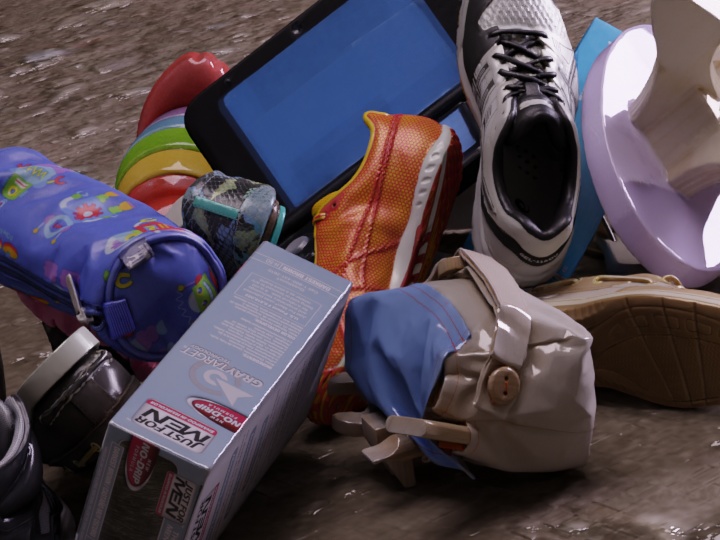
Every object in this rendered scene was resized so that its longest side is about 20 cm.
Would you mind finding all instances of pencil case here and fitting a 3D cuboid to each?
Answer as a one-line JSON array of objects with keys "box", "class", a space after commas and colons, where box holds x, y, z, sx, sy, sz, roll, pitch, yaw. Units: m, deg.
[{"box": [-0.159, -0.009, 1.518, 0.086, 0.079, 0.200, -21, 28, -30], "class": "pencil case"}]

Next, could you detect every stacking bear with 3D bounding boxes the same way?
[{"box": [-0.120, -0.043, 1.850, 0.114, 0.121, 0.200, -42, 18, 26], "class": "stacking bear"}]

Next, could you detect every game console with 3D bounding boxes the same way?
[{"box": [-0.003, -0.095, 1.697, 0.200, 0.117, 0.176, -38, 17, 7], "class": "game console"}]

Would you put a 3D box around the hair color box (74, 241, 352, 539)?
[{"box": [-0.077, 0.078, 1.426, 0.060, 0.100, 0.200, 25, 35, 9], "class": "hair color box"}]

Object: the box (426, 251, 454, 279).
[{"box": [-0.023, 0.034, 1.679, 0.199, 0.037, 0.144, -22, 21, -34], "class": "box"}]

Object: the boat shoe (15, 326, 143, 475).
[{"box": [-0.150, 0.085, 1.483, 0.072, 0.061, 0.201, -46, -5, -9], "class": "boat shoe"}]

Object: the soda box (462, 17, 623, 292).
[{"box": [0.130, -0.062, 1.679, 0.068, 0.064, 0.201, 29, 54, 3], "class": "soda box"}]

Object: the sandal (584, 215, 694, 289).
[{"box": [0.177, -0.035, 1.734, 0.080, 0.054, 0.200, -12, 19, -3], "class": "sandal"}]

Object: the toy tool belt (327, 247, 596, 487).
[{"box": [0.035, 0.052, 1.458, 0.122, 0.126, 0.200, -10, 16, -24], "class": "toy tool belt"}]

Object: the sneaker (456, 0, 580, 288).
[{"box": [0.103, -0.095, 1.575, 0.075, 0.202, 0.088, -3, -16, -10], "class": "sneaker"}]

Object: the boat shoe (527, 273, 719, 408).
[{"box": [0.158, 0.031, 1.522, 0.199, 0.074, 0.069, 2, 28, 35], "class": "boat shoe"}]

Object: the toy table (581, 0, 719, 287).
[{"box": [0.214, -0.097, 1.595, 0.117, 0.183, 0.201, -41, 39, 37], "class": "toy table"}]

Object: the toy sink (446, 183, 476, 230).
[{"box": [0.043, -0.091, 1.821, 0.198, 0.132, 0.112, -4, 0, 25], "class": "toy sink"}]

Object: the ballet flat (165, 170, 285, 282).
[{"box": [-0.085, -0.018, 1.583, 0.074, 0.075, 0.200, -14, -12, -11], "class": "ballet flat"}]

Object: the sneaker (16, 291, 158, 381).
[{"box": [-0.123, 0.059, 1.599, 0.079, 0.096, 0.200, -35, 53, -28], "class": "sneaker"}]

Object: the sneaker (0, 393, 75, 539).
[{"box": [-0.196, 0.112, 1.423, 0.075, 0.115, 0.200, -12, 19, -6], "class": "sneaker"}]

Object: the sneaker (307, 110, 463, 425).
[{"box": [0.000, 0.000, 1.590, 0.077, 0.073, 0.201, 13, 66, 18], "class": "sneaker"}]

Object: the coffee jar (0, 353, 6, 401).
[{"box": [-0.313, 0.053, 1.681, 0.085, 0.105, 0.199, -23, 21, -39], "class": "coffee jar"}]
